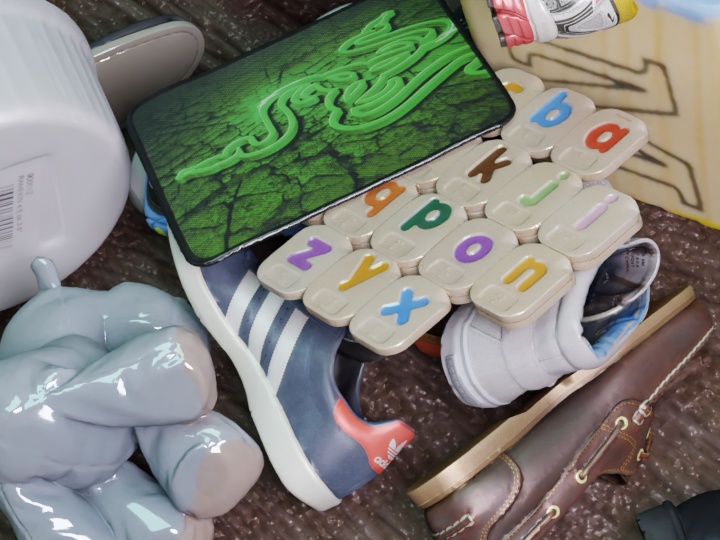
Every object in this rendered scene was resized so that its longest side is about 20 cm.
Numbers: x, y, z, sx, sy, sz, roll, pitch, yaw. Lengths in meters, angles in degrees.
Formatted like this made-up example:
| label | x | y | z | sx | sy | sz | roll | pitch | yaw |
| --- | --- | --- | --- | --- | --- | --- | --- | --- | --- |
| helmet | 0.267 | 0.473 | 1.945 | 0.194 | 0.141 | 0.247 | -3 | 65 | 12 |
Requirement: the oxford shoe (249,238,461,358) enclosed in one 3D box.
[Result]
| label | x | y | z | sx | sy | sz | roll | pitch | yaw |
| --- | --- | --- | --- | --- | --- | --- | --- | --- | --- |
| oxford shoe | 0.000 | 0.000 | 1.307 | 0.200 | 0.073 | 0.071 | 5 | 56 | 23 |

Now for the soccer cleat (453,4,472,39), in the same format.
| label | x | y | z | sx | sy | sz | roll | pitch | yaw |
| --- | --- | --- | --- | --- | --- | --- | --- | --- | --- |
| soccer cleat | 0.081 | -0.136 | 1.386 | 0.068 | 0.073 | 0.200 | 4 | 54 | 46 |

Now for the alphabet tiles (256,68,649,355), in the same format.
| label | x | y | z | sx | sy | sz | roll | pitch | yaw |
| --- | --- | --- | --- | --- | --- | --- | --- | --- | --- |
| alphabet tiles | 0.049 | -0.033 | 1.210 | 0.196 | 0.015 | 0.200 | -41 | 41 | -20 |

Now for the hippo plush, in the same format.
| label | x | y | z | sx | sy | sz | roll | pitch | yaw |
| --- | --- | --- | --- | --- | --- | --- | --- | --- | --- |
| hippo plush | -0.155 | 0.085 | 1.278 | 0.200 | 0.160 | 0.161 | -4 | 20 | -2 |

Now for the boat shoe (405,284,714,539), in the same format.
| label | x | y | z | sx | sy | sz | roll | pitch | yaw |
| --- | --- | --- | --- | --- | --- | --- | --- | --- | --- |
| boat shoe | 0.117 | 0.087 | 1.209 | 0.200 | 0.070 | 0.070 | -37 | 88 | -18 |

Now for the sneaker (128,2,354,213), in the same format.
| label | x | y | z | sx | sy | sz | roll | pitch | yaw |
| --- | --- | --- | --- | --- | --- | --- | --- | --- | --- |
| sneaker | -0.050 | -0.088 | 1.396 | 0.200 | 0.070 | 0.080 | -32 | 53 | -7 |

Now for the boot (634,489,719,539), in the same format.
| label | x | y | z | sx | sy | sz | roll | pitch | yaw |
| --- | --- | --- | --- | --- | --- | --- | --- | --- | --- |
| boot | 0.239 | 0.158 | 1.098 | 0.168 | 0.076 | 0.200 | -24 | 43 | 5 |

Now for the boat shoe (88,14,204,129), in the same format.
| label | x | y | z | sx | sy | sz | roll | pitch | yaw |
| --- | --- | --- | --- | --- | --- | --- | --- | --- | --- |
| boat shoe | -0.196 | -0.117 | 1.468 | 0.200 | 0.073 | 0.063 | -30 | 53 | 1 |

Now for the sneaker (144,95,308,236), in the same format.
| label | x | y | z | sx | sy | sz | roll | pitch | yaw |
| --- | --- | --- | --- | --- | --- | --- | --- | --- | --- |
| sneaker | -0.036 | -0.062 | 1.323 | 0.199 | 0.071 | 0.083 | -3 | 95 | 21 |

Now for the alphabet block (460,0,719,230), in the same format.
| label | x | y | z | sx | sy | sz | roll | pitch | yaw |
| --- | --- | --- | --- | --- | --- | --- | --- | --- | --- |
| alphabet block | 0.187 | -0.166 | 1.288 | 0.196 | 0.200 | 0.195 | 25 | 64 | 32 |

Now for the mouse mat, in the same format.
| label | x | y | z | sx | sy | sz | roll | pitch | yaw |
| --- | --- | --- | --- | --- | --- | --- | --- | --- | --- |
| mouse mat | -0.027 | -0.088 | 1.287 | 0.200 | 0.008 | 0.161 | -25 | 42 | -4 |

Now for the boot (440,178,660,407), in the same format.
| label | x | y | z | sx | sy | sz | roll | pitch | yaw |
| --- | --- | --- | --- | --- | --- | --- | --- | --- | --- |
| boot | 0.123 | 0.001 | 1.225 | 0.095 | 0.074 | 0.200 | -16 | 26 | 36 |

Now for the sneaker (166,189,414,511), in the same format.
| label | x | y | z | sx | sy | sz | roll | pitch | yaw |
| --- | --- | --- | --- | --- | --- | --- | --- | --- | --- |
| sneaker | -0.036 | 0.030 | 1.268 | 0.084 | 0.075 | 0.200 | -30 | 74 | 6 |

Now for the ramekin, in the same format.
| label | x | y | z | sx | sy | sz | roll | pitch | yaw |
| --- | --- | --- | --- | --- | --- | --- | --- | --- | --- |
| ramekin | -0.234 | -0.061 | 1.361 | 0.200 | 0.201 | 0.098 | -29 | 57 | -4 |

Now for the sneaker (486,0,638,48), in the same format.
| label | x | y | z | sx | sy | sz | roll | pitch | yaw |
| --- | --- | --- | --- | --- | --- | --- | --- | --- | --- |
| sneaker | 0.114 | -0.199 | 1.168 | 0.082 | 0.078 | 0.200 | 0 | 63 | 14 |
